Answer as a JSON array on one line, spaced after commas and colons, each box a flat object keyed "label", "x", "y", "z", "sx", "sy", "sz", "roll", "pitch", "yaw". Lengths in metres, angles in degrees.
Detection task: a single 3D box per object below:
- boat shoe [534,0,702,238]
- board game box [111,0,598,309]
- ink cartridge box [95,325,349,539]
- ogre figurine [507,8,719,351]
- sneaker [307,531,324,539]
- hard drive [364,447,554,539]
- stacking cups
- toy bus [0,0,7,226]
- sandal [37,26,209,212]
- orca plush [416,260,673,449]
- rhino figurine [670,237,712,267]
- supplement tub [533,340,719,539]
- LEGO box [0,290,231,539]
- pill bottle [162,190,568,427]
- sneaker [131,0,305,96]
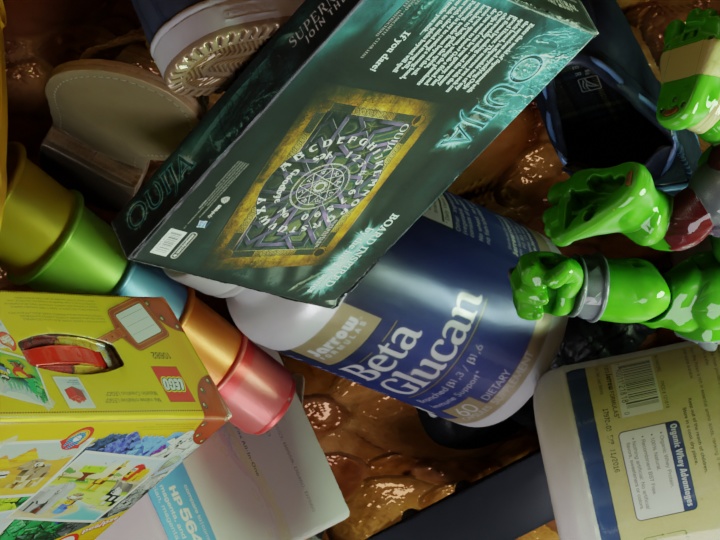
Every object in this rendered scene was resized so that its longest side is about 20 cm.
[{"label": "boat shoe", "x": 0.119, "y": -0.064, "z": 1.405, "sx": 0.084, "sy": 0.069, "sz": 0.200, "roll": -20, "pitch": 139, "yaw": 21}, {"label": "board game box", "x": -0.003, "y": -0.065, "z": 1.281, "sx": 0.135, "sy": 0.028, "sz": 0.200, "roll": 16, "pitch": 128, "yaw": -45}, {"label": "ink cartridge box", "x": -0.110, "y": 0.117, "z": 1.530, "sx": 0.128, "sy": 0.126, "sz": 0.200, "roll": -27, "pitch": 175, "yaw": 30}, {"label": "ogre figurine", "x": 0.171, "y": -0.037, "z": 1.337, "sx": 0.120, "sy": 0.098, "sz": 0.200, "roll": 32, "pitch": 87, "yaw": -29}, {"label": "sneaker", "x": -0.036, "y": 0.215, "z": 1.722, "sx": 0.075, "sy": 0.115, "sz": 0.200, "roll": -13, "pitch": 142, "yaw": 14}, {"label": "hard drive", "x": 0.106, "y": 0.119, "z": 1.609, "sx": 0.200, "sy": 0.042, "sz": 0.135, "roll": -30, "pitch": 175, "yaw": 32}, {"label": "stacking cups", "x": -0.116, "y": 0.012, "z": 1.432, "sx": 0.200, "sy": 0.061, "sz": 0.060, "roll": 36, "pitch": 129, "yaw": -28}, {"label": "toy bus", "x": -0.222, "y": -0.058, "z": 1.296, "sx": 0.135, "sy": 0.201, "sz": 0.192, "roll": -13, "pitch": 150, "yaw": 12}, {"label": "sandal", "x": -0.108, "y": -0.090, "z": 1.359, "sx": 0.077, "sy": 0.070, "sz": 0.212, "roll": 29, "pitch": 162, "yaw": -7}, {"label": "orca plush", "x": 0.117, "y": 0.064, "z": 1.571, "sx": 0.199, "sy": 0.071, "sz": 0.105, "roll": -18, "pitch": 140, "yaw": 18}, {"label": "rhino figurine", "x": 0.231, "y": -0.009, "z": 1.447, "sx": 0.087, "sy": 0.060, "sz": 0.200, "roll": 25, "pitch": 160, "yaw": -18}, {"label": "supplement tub", "x": 0.196, "y": 0.101, "z": 1.420, "sx": 0.199, "sy": 0.145, "sz": 0.145, "roll": -12, "pitch": 142, "yaw": 5}, {"label": "LEGO box", "x": -0.182, "y": 0.082, "z": 1.329, "sx": 0.149, "sy": 0.077, "sz": 0.200, "roll": -42, "pitch": 157, "yaw": 25}, {"label": "pill bottle", "x": 0.000, "y": 0.000, "z": 1.446, "sx": 0.200, "sy": 0.111, "sz": 0.111, "roll": 23, "pitch": 136, "yaw": -29}, {"label": "sneaker", "x": -0.033, "y": -0.145, "z": 1.304, "sx": 0.200, "sy": 0.109, "sz": 0.070, "roll": -10, "pitch": 153, "yaw": -45}]
